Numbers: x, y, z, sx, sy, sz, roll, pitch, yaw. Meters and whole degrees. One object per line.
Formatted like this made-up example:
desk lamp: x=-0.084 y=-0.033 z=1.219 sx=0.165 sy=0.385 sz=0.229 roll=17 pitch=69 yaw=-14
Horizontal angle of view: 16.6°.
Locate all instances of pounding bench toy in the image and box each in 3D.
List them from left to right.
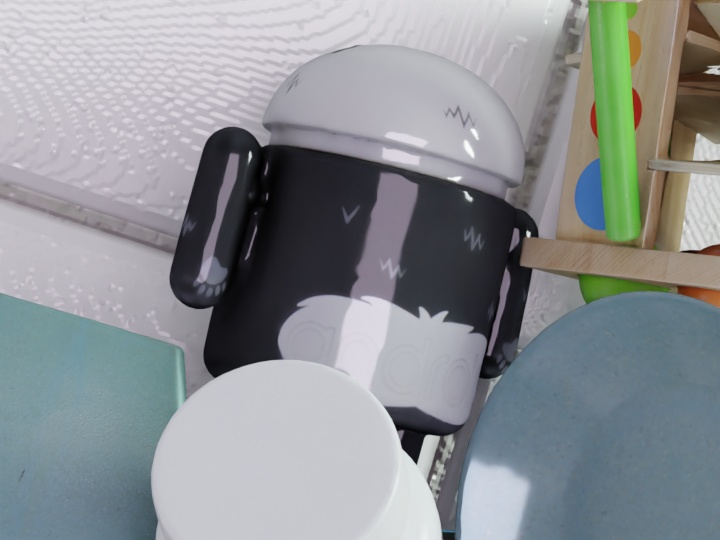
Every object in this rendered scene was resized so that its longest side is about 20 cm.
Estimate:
pounding bench toy: x=0.138 y=-0.053 z=1.066 sx=0.200 sy=0.124 sz=0.156 roll=13 pitch=86 yaw=-47

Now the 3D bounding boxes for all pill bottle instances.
pill bottle: x=-0.020 y=0.127 z=0.994 sx=0.113 sy=0.200 sz=0.113 roll=-4 pitch=55 yaw=5

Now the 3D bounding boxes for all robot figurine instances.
robot figurine: x=0.000 y=0.000 z=1.089 sx=0.125 sy=0.150 sz=0.200 roll=13 pitch=87 yaw=17

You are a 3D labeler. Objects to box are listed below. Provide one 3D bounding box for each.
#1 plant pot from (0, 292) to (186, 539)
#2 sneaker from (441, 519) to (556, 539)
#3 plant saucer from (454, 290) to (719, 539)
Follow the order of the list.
plant pot: x=-0.149 y=0.119 z=1.055 sx=0.141 sy=0.141 sz=0.200 roll=17 pitch=79 yaw=-10
sneaker: x=0.024 y=0.167 z=1.125 sx=0.200 sy=0.073 sz=0.082 roll=-27 pitch=74 yaw=-13
plant saucer: x=0.127 y=0.110 z=1.046 sx=0.039 sy=0.201 sz=0.201 roll=9 pitch=87 yaw=-46
